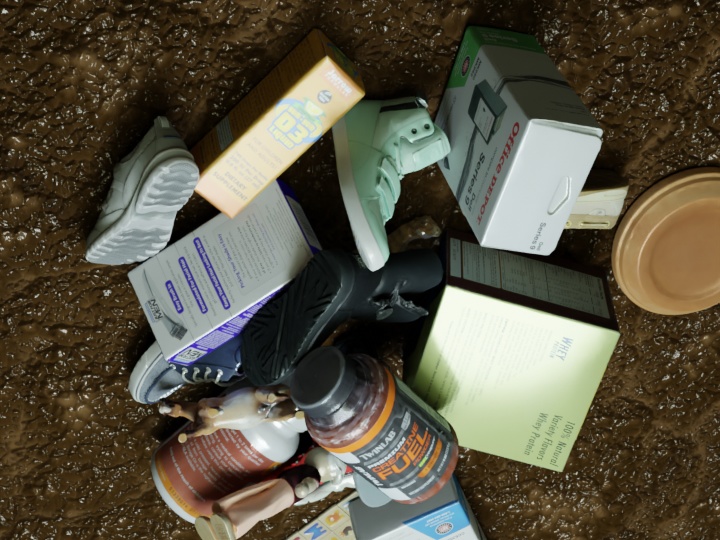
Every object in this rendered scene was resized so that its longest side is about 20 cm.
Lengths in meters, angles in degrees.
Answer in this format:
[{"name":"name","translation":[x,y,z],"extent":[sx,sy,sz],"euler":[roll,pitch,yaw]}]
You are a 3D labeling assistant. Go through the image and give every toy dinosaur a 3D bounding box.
[{"name":"toy dinosaur","translation":[0.000,0.000,1.404],"extent":[0.198,0.060,0.108],"euler":[-25,109,-6]}]

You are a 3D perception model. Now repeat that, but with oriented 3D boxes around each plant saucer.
[{"name":"plant saucer","translation":[0.397,-0.027,1.471],"extent":[0.196,0.038,0.203],"euler":[-6,125,-8]}]

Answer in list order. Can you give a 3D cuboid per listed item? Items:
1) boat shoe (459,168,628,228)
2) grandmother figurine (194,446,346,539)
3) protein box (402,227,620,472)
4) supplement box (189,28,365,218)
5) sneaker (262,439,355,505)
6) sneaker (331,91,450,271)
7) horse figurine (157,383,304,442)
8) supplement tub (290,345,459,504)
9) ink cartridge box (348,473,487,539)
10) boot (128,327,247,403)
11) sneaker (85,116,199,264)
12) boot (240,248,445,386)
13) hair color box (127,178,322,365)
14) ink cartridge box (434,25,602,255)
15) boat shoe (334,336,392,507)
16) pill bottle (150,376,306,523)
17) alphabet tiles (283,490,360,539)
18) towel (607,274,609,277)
[{"name":"boat shoe","translation":[0.204,-0.066,1.381],"extent":[0.196,0.074,0.070],"euler":[-4,118,-10]},{"name":"grandmother figurine","translation":[-0.090,0.254,1.429],"extent":[0.199,0.120,0.061],"euler":[-27,101,-38]},{"name":"protein box","translation":[0.164,0.090,1.413],"extent":[0.197,0.136,0.201],"euler":[15,119,-3]},{"name":"supplement box","translation":[-0.089,-0.149,1.270],"extent":[0.200,0.069,0.066],"euler":[-43,123,15]},{"name":"sneaker","translation":[-0.049,0.229,1.535],"extent":[0.197,0.077,0.086],"euler":[-13,115,-16]},{"name":"sneaker","translation":[0.037,-0.098,1.246],"extent":[0.116,0.203,0.074],"euler":[-10,148,2]},{"name":"horse figurine","translation":[-0.125,0.149,1.351],"extent":[0.197,0.133,0.051],"euler":[-13,91,-6]},{"name":"supplement tub","translation":[0.012,0.158,1.295],"extent":[0.106,0.108,0.200],"euler":[-37,130,14]},{"name":"ink cartridge box","translation":[0.090,0.369,1.634],"extent":[0.145,0.086,0.202],"euler":[-24,123,5]},{"name":"boot","translation":[-0.178,0.103,1.392],"extent":[0.200,0.091,0.072],"euler":[-47,153,19]},{"name":"sneaker","translation":[-0.229,-0.077,1.292],"extent":[0.074,0.083,0.200],"euler":[7,142,-40]},{"name":"boot","translation":[-0.016,0.050,1.323],"extent":[0.167,0.077,0.201],"euler":[1,139,-45]},{"name":"hair color box","translation":[-0.140,0.004,1.330],"extent":[0.198,0.110,0.065],"euler":[-31,162,9]},{"name":"ink cartridge box","translation":[0.150,-0.133,1.244],"extent":[0.083,0.201,0.148],"euler":[6,123,-20]},{"name":"boat shoe","translation":[0.009,0.180,1.486],"extent":[0.070,0.091,0.203],"euler":[-13,119,-19]},{"name":"pill bottle","translation":[-0.145,0.201,1.463],"extent":[0.199,0.113,0.112],"euler":[-40,122,16]},{"name":"alphabet tiles","translation":[-0.009,0.377,1.673],"extent":[0.199,0.006,0.166],"euler":[-36,123,13]},{"name":"towel","translation":[0.204,0.076,1.510],"extent":[0.144,0.022,0.202],"euler":[9,120,-17]}]
